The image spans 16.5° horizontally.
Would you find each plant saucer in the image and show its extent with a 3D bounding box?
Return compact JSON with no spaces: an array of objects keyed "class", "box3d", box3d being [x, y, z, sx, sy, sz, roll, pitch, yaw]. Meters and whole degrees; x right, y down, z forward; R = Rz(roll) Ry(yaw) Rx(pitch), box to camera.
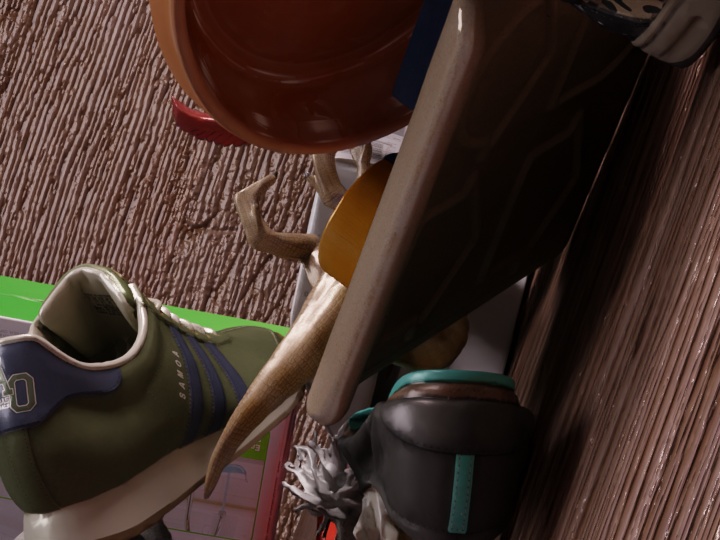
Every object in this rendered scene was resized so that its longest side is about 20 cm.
[{"class":"plant saucer","box3d":[0.007,-0.134,0.863,0.200,0.032,0.200,-30,-39,-27]}]

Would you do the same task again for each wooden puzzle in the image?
[{"class":"wooden puzzle","box3d":[0.049,-0.057,0.906,0.200,0.046,0.185,-37,-26,-50]}]

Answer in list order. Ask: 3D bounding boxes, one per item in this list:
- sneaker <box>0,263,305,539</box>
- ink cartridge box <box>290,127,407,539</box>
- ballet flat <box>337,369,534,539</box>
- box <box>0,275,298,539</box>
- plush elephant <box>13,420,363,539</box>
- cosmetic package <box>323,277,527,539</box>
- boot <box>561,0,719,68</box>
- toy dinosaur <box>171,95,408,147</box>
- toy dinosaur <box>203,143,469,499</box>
[{"class":"sneaker","box3d":[-0.083,0.036,0.958,0.200,0.067,0.090,-39,-69,-64]},{"class":"ink cartridge box","box3d":[-0.015,0.035,1.126,0.160,0.047,0.200,-85,10,-79]},{"class":"ballet flat","box3d":[0.024,0.075,0.867,0.200,0.068,0.069,71,-160,-83]},{"class":"box","box3d":[-0.137,0.104,1.182,0.097,0.200,0.177,-74,-6,-79]},{"class":"plush elephant","box3d":[-0.074,0.156,0.956,0.165,0.155,0.200,-166,78,-87]},{"class":"cosmetic package","box3d":[0.028,0.066,1.187,0.200,0.052,0.151,111,175,-50]},{"class":"boot","box3d":[0.061,-0.153,0.716,0.204,0.154,0.074,112,177,-53]},{"class":"toy dinosaur","box3d":[0.044,-0.123,0.972,0.200,0.105,0.182,-27,-27,-31]},{"class":"toy dinosaur","box3d":[0.000,0.000,0.960,0.200,0.101,0.058,-34,3,-40]}]
